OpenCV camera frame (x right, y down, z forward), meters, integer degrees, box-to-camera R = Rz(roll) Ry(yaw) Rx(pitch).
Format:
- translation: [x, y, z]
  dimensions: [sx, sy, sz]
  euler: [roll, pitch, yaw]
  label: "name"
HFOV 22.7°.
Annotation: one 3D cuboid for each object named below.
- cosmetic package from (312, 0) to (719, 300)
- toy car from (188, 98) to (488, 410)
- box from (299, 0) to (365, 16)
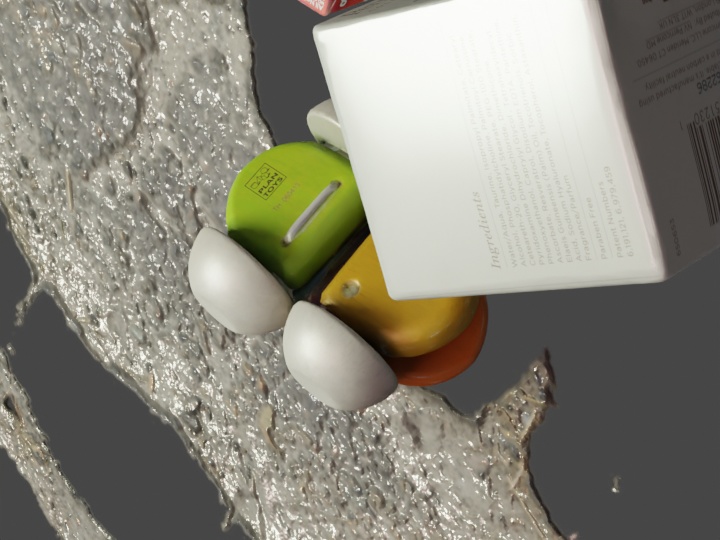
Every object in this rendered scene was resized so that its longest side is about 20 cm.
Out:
- translation: [0.113, -0.091, 0.995]
  dimensions: [0.199, 0.167, 0.168]
  euler: [-5, 107, 45]
  label: "cosmetic package"
- translation: [0.000, 0.000, 1.182]
  dimensions: [0.199, 0.175, 0.150]
  euler: [35, 167, 27]
  label: "toy car"
- translation: [-0.052, -0.254, 1.128]
  dimensions: [0.199, 0.099, 0.096]
  euler: [35, 130, 27]
  label: "box"
